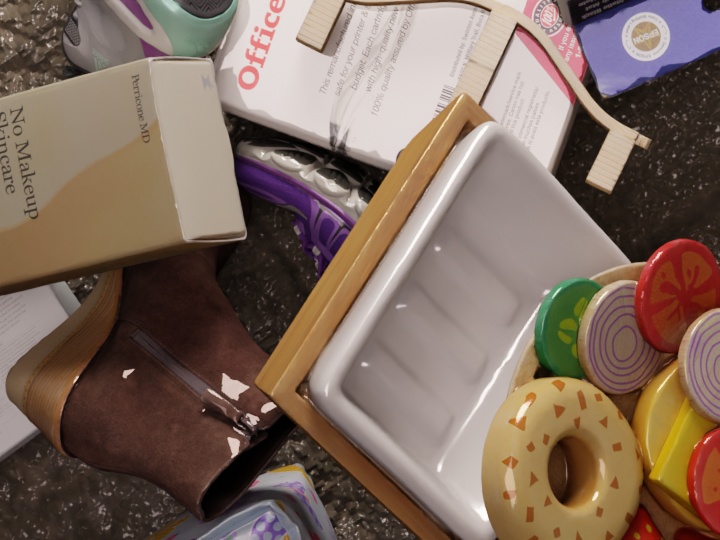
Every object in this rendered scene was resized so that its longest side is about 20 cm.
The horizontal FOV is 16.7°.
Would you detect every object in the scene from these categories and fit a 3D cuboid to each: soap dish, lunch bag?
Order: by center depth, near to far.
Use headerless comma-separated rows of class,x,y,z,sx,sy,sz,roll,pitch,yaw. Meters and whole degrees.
soap dish,0.045,0.033,1.298,0.157,0.081,0.201,44,67,-26
lunch bag,-0.099,0.208,1.367,0.199,0.170,0.128,-27,91,3

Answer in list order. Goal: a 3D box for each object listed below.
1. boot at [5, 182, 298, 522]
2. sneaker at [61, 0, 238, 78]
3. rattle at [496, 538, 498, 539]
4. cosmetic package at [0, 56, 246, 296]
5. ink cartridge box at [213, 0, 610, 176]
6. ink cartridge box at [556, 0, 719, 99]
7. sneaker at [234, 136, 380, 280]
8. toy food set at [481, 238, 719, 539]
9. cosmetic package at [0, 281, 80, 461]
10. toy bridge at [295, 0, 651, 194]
boot,-0.082,0.041,1.358,0.166,0.073,0.200,24,59,33
sneaker,-0.144,-0.169,1.416,0.077,0.140,0.201,5,48,-29
rattle,0.147,0.122,1.391,0.199,0.130,0.144,-19,100,-20
cosmetic package,-0.170,-0.046,1.342,0.199,0.071,0.106,-14,87,26
ink cartridge box,0.031,-0.128,1.391,0.199,0.084,0.146,20,93,5
ink cartridge box,0.180,-0.221,1.315,0.198,0.041,0.201,-24,90,3
sneaker,0.000,0.000,1.398,0.200,0.081,0.084,41,101,1
toy food set,0.158,0.088,1.286,0.199,0.049,0.199,35,71,-22
cosmetic package,-0.262,0.056,1.443,0.199,0.052,0.151,-35,89,5
toy bridge,0.067,-0.112,1.331,0.199,0.027,0.068,26,92,4
